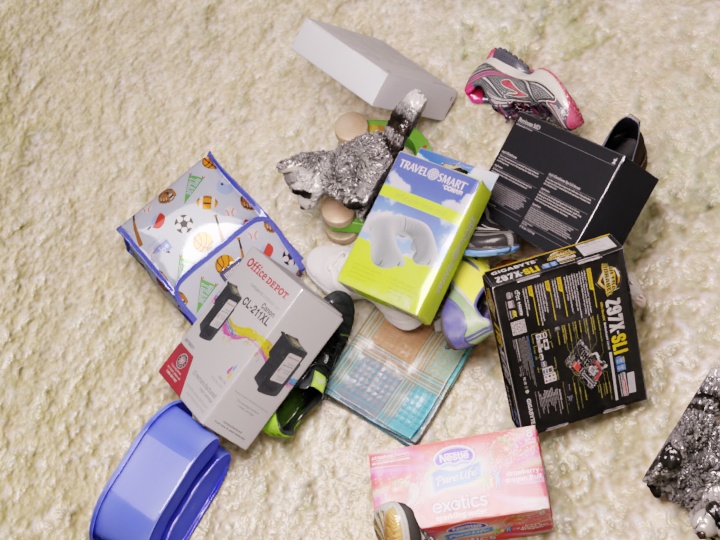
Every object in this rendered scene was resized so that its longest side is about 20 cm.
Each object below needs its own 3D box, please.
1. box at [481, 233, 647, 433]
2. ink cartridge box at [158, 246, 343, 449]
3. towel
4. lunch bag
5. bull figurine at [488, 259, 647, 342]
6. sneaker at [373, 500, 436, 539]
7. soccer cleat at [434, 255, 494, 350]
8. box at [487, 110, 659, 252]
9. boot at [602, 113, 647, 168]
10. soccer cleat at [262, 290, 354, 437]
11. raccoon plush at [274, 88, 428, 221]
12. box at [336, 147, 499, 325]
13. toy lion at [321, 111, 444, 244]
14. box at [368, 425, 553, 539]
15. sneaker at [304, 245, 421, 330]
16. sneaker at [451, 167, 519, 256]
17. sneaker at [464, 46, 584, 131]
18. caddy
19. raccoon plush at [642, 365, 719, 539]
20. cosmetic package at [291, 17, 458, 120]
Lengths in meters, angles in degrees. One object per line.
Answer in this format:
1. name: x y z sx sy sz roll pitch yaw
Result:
1. box: 0.236 0.078 1.397 0.158 0.202 0.049 -17 23 -5
2. ink cartridge box: -0.136 0.090 1.486 0.201 0.083 0.145 -53 38 -1
3. towel: 0.058 0.105 1.523 0.145 0.022 0.201 26 72 22
4. lunch bag: -0.192 -0.023 1.588 0.170 0.124 0.200 -39 78 -9
5. bull figurine: 0.247 0.044 1.483 0.198 0.065 0.122 13 59 23
6. sneaker: 0.073 0.315 1.326 0.087 0.202 0.076 -22 38 -9
7. soccer cleat: 0.142 0.019 1.485 0.083 0.065 0.201 -18 35 25
8. box: 0.244 -0.094 1.483 0.200 0.078 0.142 36 102 52
9. boot: 0.297 -0.106 1.533 0.074 0.097 0.201 28 72 22
10. soccer cleat: -0.056 0.118 1.499 0.202 0.067 0.081 -60 27 -10
11. raccoon plush: -0.015 -0.160 1.539 0.133 0.097 0.202 30 87 11
12. box: 0.070 -0.050 1.449 0.121 0.048 0.202 22 81 28
13. toy lion: 0.050 -0.106 1.612 0.189 0.069 0.203 5 64 6
14. box: 0.116 0.253 1.393 0.197 0.095 0.104 -10 61 7
15. sneaker: 0.000 0.000 1.537 0.199 0.089 0.076 24 70 36
16. sneaker: 0.121 -0.080 1.496 0.070 0.084 0.200 -6 35 -36
17. sneaker: 0.220 -0.225 1.613 0.075 0.081 0.200 -45 40 -6
18. caddy: -0.244 0.254 1.446 0.104 0.142 0.201 26 71 17
19. raccoon plush: 0.410 0.209 1.351 0.133 0.097 0.201 32 72 16
20. cosmetic package: 0.022 -0.266 1.620 0.150 0.199 0.052 36 108 26
